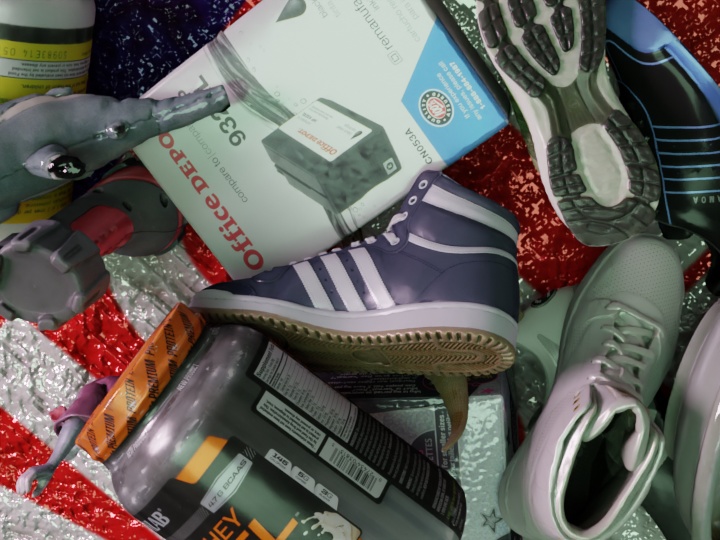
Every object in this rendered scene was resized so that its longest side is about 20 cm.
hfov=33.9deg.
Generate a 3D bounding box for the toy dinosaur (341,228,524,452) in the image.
[{"bbox_3d":[0.053,0.037,0.740,0.101,0.200,0.058,-29,134,-2],"label":"toy dinosaur"}]

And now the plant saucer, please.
[{"bbox_3d":[0.227,0.073,0.713,0.050,0.200,0.201,20,111,30],"label":"plant saucer"}]

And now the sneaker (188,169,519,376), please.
[{"bbox_3d":[0.000,0.000,0.700,0.199,0.109,0.070,2,152,19],"label":"sneaker"}]

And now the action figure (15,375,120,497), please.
[{"bbox_3d":[-0.141,0.093,0.800,0.199,0.134,0.150,0,74,33],"label":"action figure"}]

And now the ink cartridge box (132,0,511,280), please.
[{"bbox_3d":[-0.028,-0.099,0.735,0.200,0.084,0.145,-34,100,16],"label":"ink cartridge box"}]

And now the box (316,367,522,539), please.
[{"bbox_3d":[0.041,0.156,0.788,0.131,0.115,0.201,-2,107,9],"label":"box"}]

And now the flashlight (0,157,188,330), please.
[{"bbox_3d":[-0.155,-0.018,0.717,0.068,0.200,0.068,-27,103,14],"label":"flashlight"}]

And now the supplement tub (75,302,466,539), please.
[{"bbox_3d":[-0.050,0.115,0.660,0.200,0.123,0.123,37,108,-8],"label":"supplement tub"}]

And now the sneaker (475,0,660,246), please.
[{"bbox_3d":[0.115,-0.110,0.713,0.077,0.089,0.201,-16,89,-1],"label":"sneaker"}]

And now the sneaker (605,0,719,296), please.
[{"bbox_3d":[0.194,-0.073,0.721,0.078,0.070,0.200,-38,98,12],"label":"sneaker"}]

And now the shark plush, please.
[{"bbox_3d":[-0.171,-0.059,0.672,0.199,0.083,0.091,-7,112,-12],"label":"shark plush"}]

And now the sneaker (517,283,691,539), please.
[{"bbox_3d":[0.162,0.106,0.782,0.088,0.074,0.201,-26,90,16],"label":"sneaker"}]

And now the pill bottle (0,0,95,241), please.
[{"bbox_3d":[-0.236,-0.085,0.753,0.112,0.112,0.201,13,108,4],"label":"pill bottle"}]

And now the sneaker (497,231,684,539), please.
[{"bbox_3d":[0.151,0.065,0.674,0.073,0.116,0.201,25,80,-4],"label":"sneaker"}]
